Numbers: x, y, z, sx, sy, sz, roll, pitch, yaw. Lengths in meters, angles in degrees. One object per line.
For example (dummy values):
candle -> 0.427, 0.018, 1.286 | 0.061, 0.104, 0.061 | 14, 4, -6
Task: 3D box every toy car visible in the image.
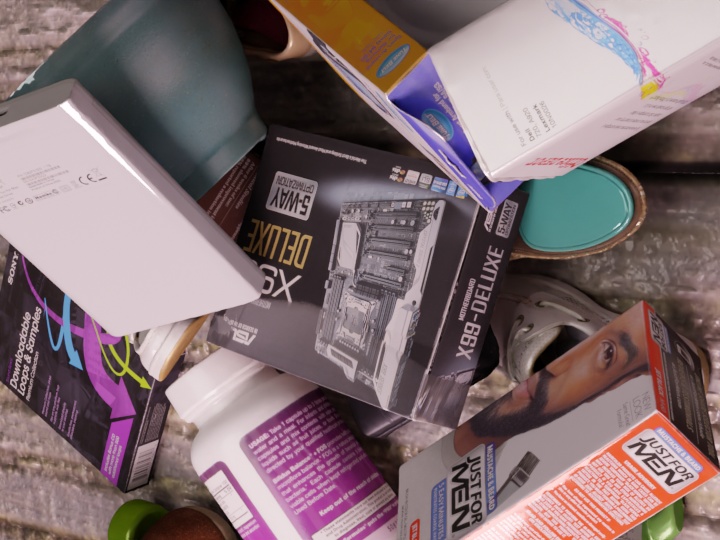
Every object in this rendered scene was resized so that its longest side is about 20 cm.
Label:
toy car -> -0.183, 0.288, 1.406 | 0.164, 0.200, 0.158 | 12, 110, 39

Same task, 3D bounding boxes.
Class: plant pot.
plant pot -> -0.149, -0.103, 1.195 | 0.134, 0.200, 0.200 | 47, 132, -7

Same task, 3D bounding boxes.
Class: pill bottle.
pill bottle -> -0.054, 0.147, 1.294 | 0.112, 0.112, 0.200 | -39, 84, 41

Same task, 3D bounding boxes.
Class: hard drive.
hard drive -> -0.171, -0.034, 1.131 | 0.132, 0.026, 0.200 | -15, 136, 31

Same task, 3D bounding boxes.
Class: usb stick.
usb stick -> 0.040, 0.071, 1.216 | 0.200, 0.033, 0.056 | -40, 64, 62

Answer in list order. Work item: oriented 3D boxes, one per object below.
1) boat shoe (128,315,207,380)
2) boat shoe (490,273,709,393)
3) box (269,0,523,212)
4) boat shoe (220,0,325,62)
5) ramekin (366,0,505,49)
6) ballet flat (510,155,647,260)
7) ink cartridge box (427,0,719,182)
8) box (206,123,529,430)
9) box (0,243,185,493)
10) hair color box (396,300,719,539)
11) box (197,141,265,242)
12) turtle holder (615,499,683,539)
boat shoe -> -0.154, 0.027, 1.302 | 0.069, 0.200, 0.071 | 37, 93, -9
boat shoe -> 0.126, 0.051, 1.146 | 0.200, 0.069, 0.071 | 15, 112, 38
box -> 0.024, -0.112, 1.052 | 0.041, 0.119, 0.200 | -46, 41, 0
boat shoe -> -0.098, -0.199, 1.271 | 0.200, 0.069, 0.074 | 22, 117, 36
ramekin -> 0.073, -0.219, 1.096 | 0.202, 0.094, 0.203 | 14, 111, 38
ballet flat -> 0.110, -0.039, 1.137 | 0.200, 0.065, 0.071 | -6, 93, 41
ink cartridge box -> 0.156, -0.133, 0.971 | 0.200, 0.145, 0.084 | -30, 82, 21
box -> 0.000, 0.000, 1.144 | 0.200, 0.050, 0.158 | 18, 90, 43
box -> -0.242, 0.077, 1.508 | 0.200, 0.036, 0.143 | 36, 124, 30
hair color box -> 0.112, 0.119, 1.045 | 0.200, 0.111, 0.064 | -37, 114, 24
box -> -0.060, -0.021, 1.271 | 0.200, 0.075, 0.100 | 39, 101, 29
turtle holder -> 0.134, 0.222, 1.141 | 0.132, 0.141, 0.186 | -12, 95, 42
